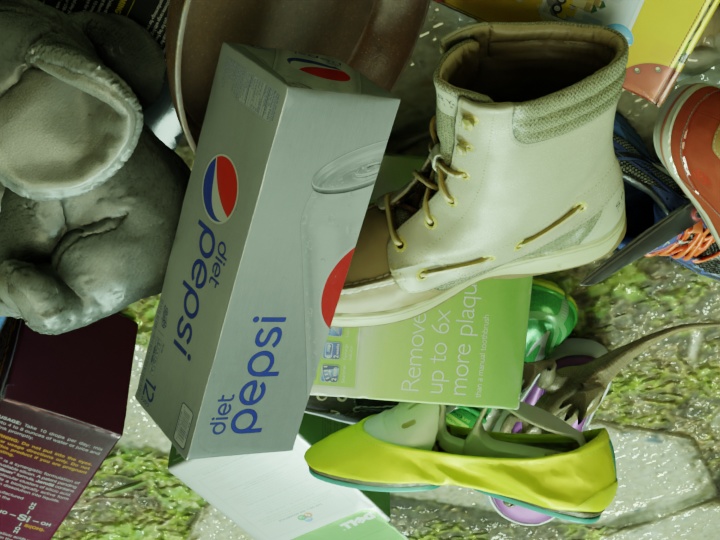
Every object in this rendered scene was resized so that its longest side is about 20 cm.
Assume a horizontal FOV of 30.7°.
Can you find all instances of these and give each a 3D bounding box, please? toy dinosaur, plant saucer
[{"bbox_3d":[0.146,0.082,0.895,0.200,0.058,0.101,-46,157,19],"label":"toy dinosaur"},{"bbox_3d":[-0.032,-0.138,0.680,0.034,0.200,0.200,31,140,29],"label":"plant saucer"}]

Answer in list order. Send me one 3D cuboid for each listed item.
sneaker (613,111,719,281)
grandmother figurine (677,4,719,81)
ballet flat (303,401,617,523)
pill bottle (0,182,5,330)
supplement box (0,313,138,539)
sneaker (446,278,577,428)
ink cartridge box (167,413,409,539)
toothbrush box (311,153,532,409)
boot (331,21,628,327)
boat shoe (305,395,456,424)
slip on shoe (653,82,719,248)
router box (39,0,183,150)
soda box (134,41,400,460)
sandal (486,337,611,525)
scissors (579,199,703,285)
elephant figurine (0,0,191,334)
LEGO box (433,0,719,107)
[{"bbox_3d":[0.183,-0.033,0.819,0.200,0.078,0.075,23,129,-20],"label":"sneaker"},{"bbox_3d":[0.194,-0.186,0.700,0.121,0.061,0.200,24,137,15],"label":"grandmother figurine"},{"bbox_3d":[0.064,0.109,0.834,0.200,0.067,0.067,8,107,11],"label":"ballet flat"},{"bbox_3d":[-0.267,-0.006,0.818,0.112,0.112,0.200,20,129,-17],"label":"pill bottle"},{"bbox_3d":[-0.240,0.121,0.933,0.086,0.110,0.200,23,128,-20],"label":"supplement box"},{"bbox_3d":[0.079,0.081,0.918,0.074,0.084,0.200,31,124,-25],"label":"sneaker"},{"bbox_3d":[-0.044,0.163,1.008,0.104,0.059,0.200,-27,127,22],"label":"ink cartridge box"},{"bbox_3d":[0.000,0.000,0.800,0.200,0.086,0.146,6,96,-4],"label":"toothbrush box"},{"bbox_3d":[0.040,-0.048,0.674,0.200,0.072,0.155,-14,146,0],"label":"boot"},{"bbox_3d":[-0.030,0.065,0.881,0.200,0.070,0.066,9,177,18],"label":"boat shoe"},{"bbox_3d":[0.242,-0.037,0.759,0.200,0.061,0.074,38,83,-39],"label":"slip on shoe"},{"bbox_3d":[-0.145,-0.149,0.728,0.149,0.051,0.200,21,129,-21],"label":"router box"},{"bbox_3d":[-0.049,-0.007,0.653,0.068,0.063,0.200,1,116,-38],"label":"soda box"},{"bbox_3d":[0.138,0.134,0.989,0.082,0.050,0.203,3,130,-3],"label":"sandal"},{"bbox_3d":[0.206,-0.047,0.779,0.200,0.014,0.073,-16,118,-27],"label":"scissors"},{"bbox_3d":[-0.158,-0.078,0.671,0.155,0.141,0.200,-26,123,-32],"label":"elephant figurine"},{"bbox_3d":[0.125,-0.201,0.628,0.149,0.077,0.200,26,134,4],"label":"LEGO box"}]
